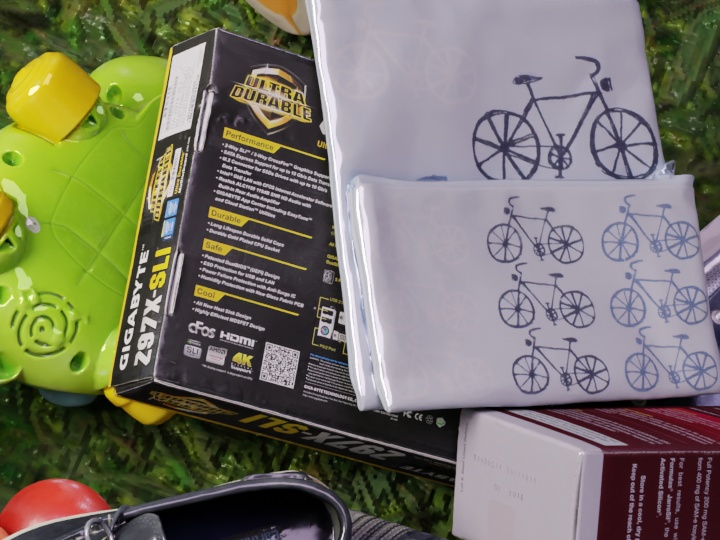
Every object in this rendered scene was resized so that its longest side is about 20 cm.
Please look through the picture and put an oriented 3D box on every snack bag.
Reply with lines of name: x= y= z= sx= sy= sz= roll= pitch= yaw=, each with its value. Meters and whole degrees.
snack bag: x=0.069 y=-0.037 z=1.259 sx=0.188 sy=0.021 sz=0.200 roll=-1 pitch=76 yaw=-30

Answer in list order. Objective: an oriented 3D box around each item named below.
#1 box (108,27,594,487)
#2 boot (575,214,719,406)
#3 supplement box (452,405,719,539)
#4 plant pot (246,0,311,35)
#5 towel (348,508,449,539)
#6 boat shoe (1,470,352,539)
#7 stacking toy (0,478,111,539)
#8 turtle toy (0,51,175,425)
box: x=0.000 y=0.000 z=1.255 sx=0.200 sy=0.049 sz=0.160 roll=16 pitch=72 yaw=-26
boot: x=0.184 y=0.023 z=1.357 sx=0.200 sy=0.073 sz=0.090 roll=-35 pitch=78 yaw=-20
supplement box: x=0.152 y=0.095 z=1.233 sx=0.200 sy=0.109 sz=0.061 roll=1 pitch=97 yaw=-25
plant pot: x=0.005 y=-0.217 z=1.403 sx=0.183 sy=0.200 sz=0.200 roll=-39 pitch=72 yaw=-13
towel: x=-0.005 y=0.175 z=1.166 sx=0.192 sy=0.035 sz=0.200 roll=14 pitch=36 yaw=38
boat shoe: x=-0.092 y=0.129 z=1.160 sx=0.200 sy=0.062 sz=0.075 roll=-18 pitch=85 yaw=-19
stacking toy: x=-0.186 y=0.142 z=1.187 sx=0.200 sy=0.085 sz=0.085 roll=-27 pitch=68 yaw=-30
turtle toy: x=-0.121 y=-0.022 z=1.287 sx=0.146 sy=0.101 sz=0.200 roll=42 pitch=55 yaw=-17
